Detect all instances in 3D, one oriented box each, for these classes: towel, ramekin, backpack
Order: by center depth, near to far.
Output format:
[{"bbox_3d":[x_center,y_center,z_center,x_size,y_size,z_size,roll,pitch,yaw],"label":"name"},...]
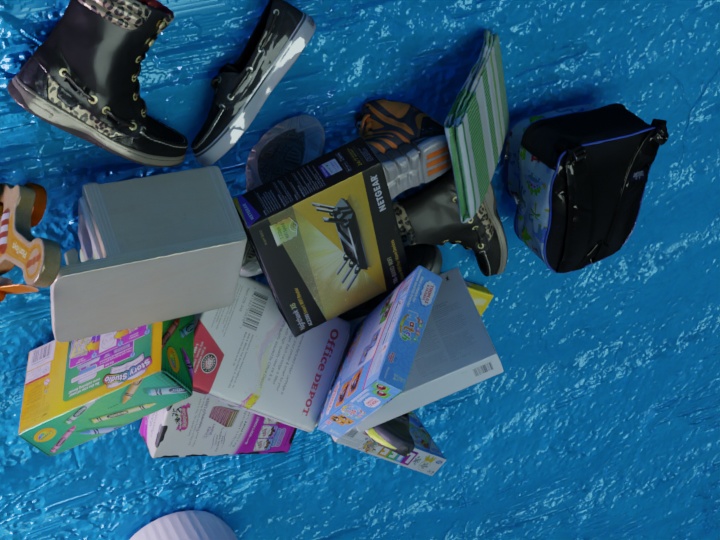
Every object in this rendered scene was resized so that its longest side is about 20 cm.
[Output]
[{"bbox_3d":[0.142,-0.172,1.316,0.023,0.200,0.153,3,135,21],"label":"towel"},{"bbox_3d":[0.281,-0.112,1.446,0.183,0.147,0.200,-16,128,-23],"label":"backpack"},{"bbox_3d":[-0.249,0.432,1.548,0.200,0.098,0.201,-16,129,-22],"label":"ramekin"}]

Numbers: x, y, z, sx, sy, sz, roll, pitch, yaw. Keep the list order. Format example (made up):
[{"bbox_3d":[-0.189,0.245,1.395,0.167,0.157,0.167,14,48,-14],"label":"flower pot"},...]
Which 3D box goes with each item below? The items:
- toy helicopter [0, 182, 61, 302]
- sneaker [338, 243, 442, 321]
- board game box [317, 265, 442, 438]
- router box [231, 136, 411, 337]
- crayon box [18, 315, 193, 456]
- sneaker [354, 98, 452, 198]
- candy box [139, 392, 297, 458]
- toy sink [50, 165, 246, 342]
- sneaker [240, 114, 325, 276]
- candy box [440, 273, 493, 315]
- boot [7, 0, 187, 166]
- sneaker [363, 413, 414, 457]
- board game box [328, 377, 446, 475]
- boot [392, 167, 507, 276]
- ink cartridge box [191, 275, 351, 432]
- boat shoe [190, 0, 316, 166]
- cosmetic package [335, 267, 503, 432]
[{"bbox_3d":[-0.347,-0.018,1.095,0.079,0.200,0.132,17,95,-38],"label":"toy helicopter"},{"bbox_3d":[0.000,0.000,1.359,0.199,0.076,0.114,-16,139,38],"label":"sneaker"},{"bbox_3d":[0.020,0.099,1.288,0.037,0.151,0.200,27,150,-10],"label":"board game box"},{"bbox_3d":[-0.037,-0.033,1.226,0.157,0.052,0.200,-27,140,-7],"label":"router box"},{"bbox_3d":[-0.284,0.115,1.239,0.200,0.119,0.058,-24,135,18],"label":"crayon box"},{"bbox_3d":[0.005,-0.131,1.288,0.200,0.112,0.078,-22,140,-20],"label":"sneaker"},{"bbox_3d":[-0.171,0.170,1.432,0.200,0.061,0.137,4,119,-34],"label":"candy box"},{"bbox_3d":[-0.237,-0.021,1.165,0.200,0.112,0.130,-13,150,-21],"label":"toy sink"},{"bbox_3d":[-0.095,-0.087,1.298,0.200,0.078,0.099,-63,164,4],"label":"sneaker"},{"bbox_3d":[0.086,0.049,1.526,0.200,0.026,0.102,16,111,-38],"label":"candy box"},{"bbox_3d":[-0.234,-0.199,1.116,0.200,0.073,0.151,23,107,-37],"label":"boot"},{"bbox_3d":[0.038,0.159,1.451,0.074,0.200,0.081,30,116,-33],"label":"sneaker"},{"bbox_3d":[0.017,0.203,1.519,0.200,0.134,0.034,27,109,-41],"label":"board game box"},{"bbox_3d":[0.108,-0.046,1.441,0.150,0.073,0.200,-27,138,-8],"label":"boot"},{"bbox_3d":[-0.130,0.094,1.336,0.200,0.086,0.148,27,78,-33],"label":"ink cartridge box"},{"bbox_3d":[-0.128,-0.205,1.195,0.057,0.069,0.200,34,100,-23],"label":"boat shoe"},{"bbox_3d":[0.063,0.100,1.415,0.200,0.151,0.052,-23,142,4],"label":"cosmetic package"}]
